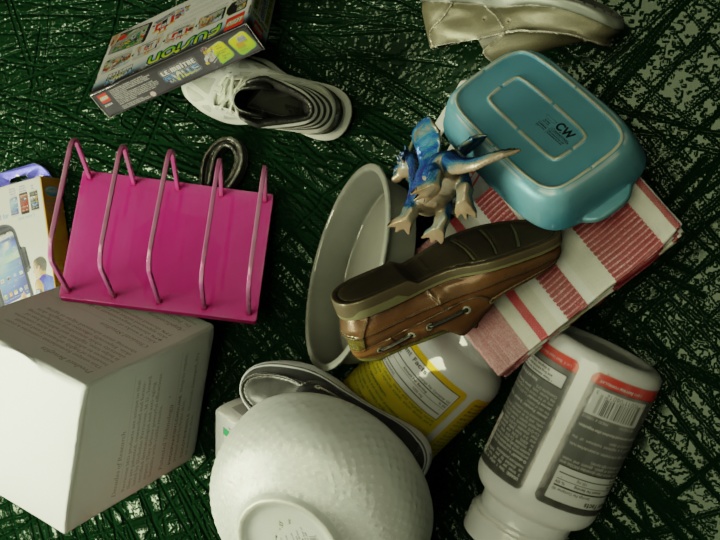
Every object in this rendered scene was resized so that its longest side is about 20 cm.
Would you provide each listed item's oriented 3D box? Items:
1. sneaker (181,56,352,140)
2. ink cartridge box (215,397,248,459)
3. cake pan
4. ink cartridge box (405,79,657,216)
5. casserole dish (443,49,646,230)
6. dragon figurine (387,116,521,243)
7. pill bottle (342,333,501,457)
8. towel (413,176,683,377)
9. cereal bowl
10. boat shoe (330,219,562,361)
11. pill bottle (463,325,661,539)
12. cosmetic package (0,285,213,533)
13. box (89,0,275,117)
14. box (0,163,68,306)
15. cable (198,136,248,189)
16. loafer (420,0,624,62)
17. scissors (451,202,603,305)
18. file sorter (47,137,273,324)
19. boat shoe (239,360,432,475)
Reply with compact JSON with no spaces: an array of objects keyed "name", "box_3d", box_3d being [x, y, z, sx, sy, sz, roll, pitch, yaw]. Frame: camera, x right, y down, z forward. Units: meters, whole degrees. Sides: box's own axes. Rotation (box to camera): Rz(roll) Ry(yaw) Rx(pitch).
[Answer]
[{"name":"sneaker","box_3d":[-0.117,-0.185,1.134,0.200,0.115,0.076,16,95,24]},{"name":"ink cartridge box","box_3d":[-0.078,0.243,1.081,0.161,0.050,0.200,28,123,41]},{"name":"cake pan","box_3d":[0.000,0.000,1.056,0.037,0.200,0.201,14,96,-18]},{"name":"ink cartridge box","box_3d":[0.155,-0.077,1.034,0.200,0.068,0.115,36,102,20]},{"name":"casserole dish","box_3d":[0.152,-0.120,0.955,0.121,0.039,0.200,-36,56,-6]},{"name":"dragon figurine","box_3d":[0.068,-0.089,0.922,0.059,0.200,0.100,15,64,-11]},{"name":"pill bottle","box_3d":[0.058,0.107,1.050,0.200,0.112,0.112,-46,72,16]},{"name":"towel","box_3d":[0.156,-0.021,0.965,0.200,0.023,0.144,-39,64,8]},{"name":"cereal bowl","box_3d":[-0.044,0.207,0.936,0.200,0.083,0.200,10,117,21]},{"name":"boat shoe","box_3d":[0.077,0.016,0.942,0.200,0.072,0.068,-18,114,1]},{"name":"pill bottle","box_3d":[0.174,0.157,0.994,0.116,0.116,0.200,28,100,22]},{"name":"cosmetic package","box_3d":[-0.281,0.125,1.137,0.167,0.200,0.167,23,114,24]},{"name":"box","box_3d":[-0.186,-0.240,1.178,0.200,0.035,0.110,-18,42,23]},{"name":"box","box_3d":[-0.395,-0.022,1.299,0.119,0.041,0.200,-12,86,24]},{"name":"cable","box_3d":[-0.183,-0.049,1.195,0.200,0.050,0.097,-49,69,17]},{"name":"loafer","box_3d":[0.148,-0.226,1.046,0.200,0.075,0.070,14,106,29]},{"name":"scissors","box_3d":[0.149,-0.041,0.992,0.200,0.014,0.073,35,103,22]},{"name":"file sorter","box_3d":[-0.193,-0.041,1.101,0.200,0.125,0.139,7,72,-3]},{"name":"boat shoe","box_3d":[-0.034,0.136,0.992,0.200,0.066,0.070,27,99,24]}]
